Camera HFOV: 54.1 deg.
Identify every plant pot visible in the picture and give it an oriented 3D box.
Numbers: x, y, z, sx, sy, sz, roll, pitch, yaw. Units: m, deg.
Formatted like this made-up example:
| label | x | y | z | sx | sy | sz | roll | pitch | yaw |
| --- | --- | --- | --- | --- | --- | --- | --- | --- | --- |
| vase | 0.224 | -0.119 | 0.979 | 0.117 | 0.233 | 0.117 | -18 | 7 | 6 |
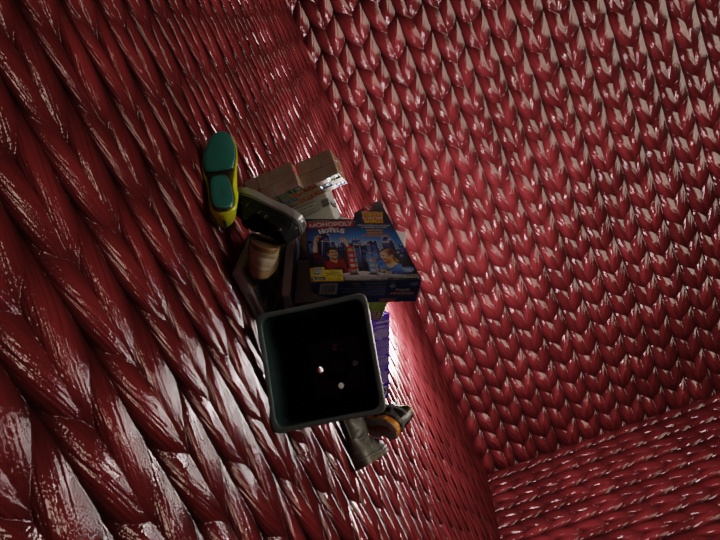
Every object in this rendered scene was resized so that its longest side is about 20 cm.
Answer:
| label | x | y | z | sx | sy | sz | roll | pitch | yaw |
| --- | --- | --- | --- | --- | --- | --- | --- | --- | --- |
| plant pot | -0.054 | 0.169 | 1.254 | 0.200 | 0.192 | 0.200 | 50 | 28 | -77 |

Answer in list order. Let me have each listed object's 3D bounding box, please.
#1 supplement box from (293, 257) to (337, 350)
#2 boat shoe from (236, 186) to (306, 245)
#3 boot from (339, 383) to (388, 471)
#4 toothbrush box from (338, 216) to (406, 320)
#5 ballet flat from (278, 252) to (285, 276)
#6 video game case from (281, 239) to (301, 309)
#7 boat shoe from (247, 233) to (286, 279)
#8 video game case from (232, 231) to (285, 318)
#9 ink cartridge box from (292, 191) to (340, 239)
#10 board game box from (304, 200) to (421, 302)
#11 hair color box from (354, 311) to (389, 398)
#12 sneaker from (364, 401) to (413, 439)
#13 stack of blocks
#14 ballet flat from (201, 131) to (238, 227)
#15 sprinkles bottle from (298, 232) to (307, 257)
| label | x | y | z | sx | sy | sz | roll | pitch | yaw |
| --- | --- | --- | --- | --- | --- | --- | --- | --- | --- |
| supplement box | -0.060 | 0.070 | 1.379 | 0.201 | 0.099 | 0.105 | 75 | 14 | -57 |
| boat shoe | -0.186 | -0.100 | 1.286 | 0.198 | 0.057 | 0.069 | 21 | -36 | 35 |
| boot | -0.012 | 0.330 | 1.573 | 0.203 | 0.072 | 0.182 | 64 | 7 | 11 |
| toothbrush box | 0.000 | 0.000 | 1.457 | 0.202 | 0.143 | 0.087 | 110 | -9 | -47 |
| ballet flat | -0.172 | -0.061 | 1.502 | 0.202 | 0.072 | 0.074 | -92 | 158 | -53 |
| video game case | -0.127 | 0.033 | 1.371 | 0.201 | 0.017 | 0.146 | 87 | 5 | -59 |
| boat shoe | -0.177 | -0.027 | 1.289 | 0.200 | 0.070 | 0.066 | -90 | -168 | -82 |
| video game case | -0.180 | 0.039 | 1.354 | 0.201 | 0.022 | 0.184 | -86 | 153 | -66 |
| ink cartridge box | -0.122 | -0.115 | 1.630 | 0.084 | 0.142 | 0.204 | 15 | 55 | -78 |
| board game box | -0.004 | -0.038 | 1.286 | 0.062 | 0.195 | 0.202 | 101 | -15 | -47 |
| hair color box | 0.012 | 0.187 | 1.617 | 0.108 | 0.064 | 0.205 | 14 | -74 | 50 |
| sneaker | 0.057 | 0.345 | 1.653 | 0.199 | 0.077 | 0.079 | -3 | -61 | 62 |
| stack of blocks | -0.139 | -0.192 | 1.536 | 0.115 | 0.197 | 0.060 | 26 | 43 | -77 |
| ballet flat | -0.254 | -0.163 | 1.291 | 0.068 | 0.065 | 0.203 | 90 | -9 | -54 |
| sprinkles bottle | -0.099 | -0.047 | 1.473 | 0.200 | 0.067 | 0.069 | 152 | -83 | -81 |
